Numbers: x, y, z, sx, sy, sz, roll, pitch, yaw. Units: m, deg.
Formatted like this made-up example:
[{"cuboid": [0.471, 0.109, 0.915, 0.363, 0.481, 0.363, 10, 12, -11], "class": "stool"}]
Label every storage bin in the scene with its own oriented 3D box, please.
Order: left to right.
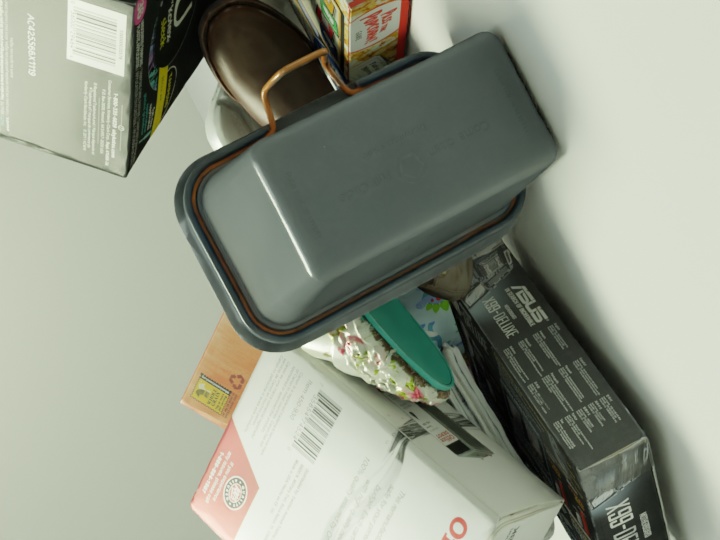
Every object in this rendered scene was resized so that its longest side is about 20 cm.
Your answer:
[{"cuboid": [0.007, -0.061, 0.994, 0.146, 0.199, 0.134, 62, 163, 2], "class": "storage bin"}]

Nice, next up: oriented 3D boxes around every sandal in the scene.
[{"cuboid": [-0.071, -0.149, 1.290, 0.083, 0.050, 0.203, 50, -137, -21], "class": "sandal"}]

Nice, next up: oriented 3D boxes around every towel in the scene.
[{"cuboid": [0.083, 0.116, 1.220, 0.147, 0.024, 0.200, 60, 177, 4], "class": "towel"}]

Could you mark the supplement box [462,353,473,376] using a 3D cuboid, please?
[{"cuboid": [0.083, 0.124, 1.440, 0.086, 0.110, 0.200, 62, 174, -6], "class": "supplement box"}]

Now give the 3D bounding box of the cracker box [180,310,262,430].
[{"cuboid": [-0.042, 0.026, 1.247, 0.058, 0.134, 0.200, 30, -163, 10], "class": "cracker box"}]

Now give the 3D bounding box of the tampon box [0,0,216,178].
[{"cuboid": [-0.168, -0.191, 1.168, 0.150, 0.126, 0.200, 100, -169, -46], "class": "tampon box"}]

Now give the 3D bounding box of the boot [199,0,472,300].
[{"cuboid": [-0.014, -0.077, 1.138, 0.186, 0.064, 0.200, 46, -176, -34], "class": "boot"}]

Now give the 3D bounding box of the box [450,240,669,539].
[{"cuboid": [0.129, 0.098, 1.167, 0.200, 0.050, 0.158, 57, 172, 44], "class": "box"}]

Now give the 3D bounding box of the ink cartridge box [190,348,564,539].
[{"cuboid": [0.007, 0.147, 1.120, 0.200, 0.147, 0.083, 39, -156, 28], "class": "ink cartridge box"}]

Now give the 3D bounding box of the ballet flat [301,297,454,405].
[{"cuboid": [-0.024, 0.011, 1.086, 0.200, 0.064, 0.076, 51, -158, -1], "class": "ballet flat"}]

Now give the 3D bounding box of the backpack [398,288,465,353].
[{"cuboid": [0.000, 0.000, 1.436, 0.200, 0.147, 0.183, 55, 174, 28], "class": "backpack"}]

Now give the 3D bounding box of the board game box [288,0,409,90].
[{"cuboid": [-0.023, -0.209, 1.195, 0.152, 0.046, 0.200, 62, 174, 11], "class": "board game box"}]
